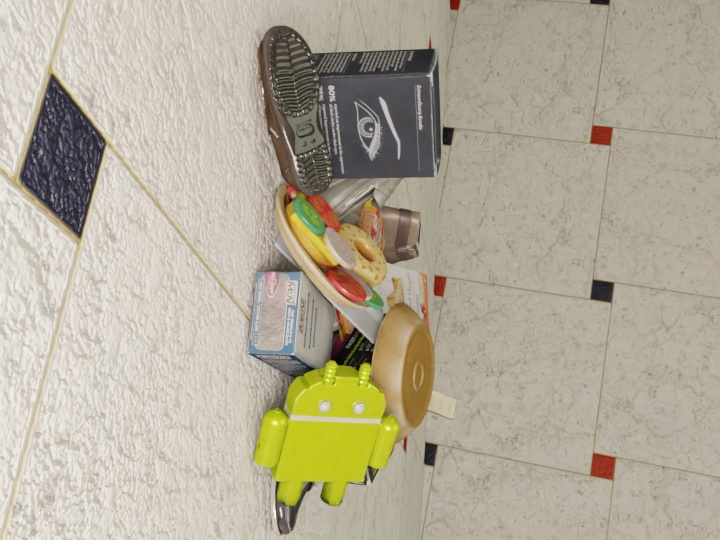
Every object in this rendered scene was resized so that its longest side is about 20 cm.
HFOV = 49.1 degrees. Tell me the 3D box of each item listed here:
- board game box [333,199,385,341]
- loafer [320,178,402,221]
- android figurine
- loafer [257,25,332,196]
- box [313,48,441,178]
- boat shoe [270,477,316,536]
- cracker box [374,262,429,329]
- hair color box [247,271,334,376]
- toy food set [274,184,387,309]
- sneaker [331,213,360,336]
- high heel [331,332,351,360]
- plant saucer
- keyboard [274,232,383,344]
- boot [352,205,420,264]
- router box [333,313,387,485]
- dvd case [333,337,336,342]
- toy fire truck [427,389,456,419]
[{"bbox_3d":[0.000,0.000,1.169,0.096,0.030,0.201,79,25,-50],"label":"board game box"},{"bbox_3d":[0.021,-0.124,1.166,0.070,0.199,0.070,69,-5,-81],"label":"loafer"},{"bbox_3d":[-0.038,0.200,0.970,0.041,0.180,0.202,49,-54,59],"label":"android figurine"},{"bbox_3d":[-0.091,-0.188,0.948,0.073,0.071,0.202,-18,105,-37],"label":"loafer"},{"bbox_3d":[0.009,-0.212,1.072,0.105,0.198,0.149,-75,164,-56],"label":"box"},{"bbox_3d":[-0.076,0.258,1.064,0.073,0.062,0.201,79,17,-51],"label":"boat shoe"},{"bbox_3d":[0.047,0.061,1.328,0.199,0.057,0.135,13,72,-56],"label":"cracker box"},{"bbox_3d":[-0.083,0.073,1.000,0.200,0.060,0.101,60,32,-72],"label":"hair color box"},{"bbox_3d":[-0.036,-0.032,1.016,0.200,0.048,0.198,49,18,-19],"label":"toy food set"},{"bbox_3d":[-0.037,0.009,1.234,0.085,0.074,0.202,83,18,-65],"label":"sneaker"},{"bbox_3d":[-0.007,0.166,1.179,0.067,0.095,0.202,27,87,-61],"label":"high heel"},{"bbox_3d":[0.067,0.147,1.110,0.200,0.035,0.202,3,90,-66],"label":"plant saucer"},{"bbox_3d":[-0.038,0.016,1.057,0.200,0.011,0.057,46,44,-21],"label":"keyboard"},{"bbox_3d":[0.030,-0.090,1.345,0.201,0.145,0.071,80,14,-48],"label":"boot"},{"bbox_3d":[0.011,0.174,1.106,0.200,0.062,0.151,-52,137,-53],"label":"router box"},{"bbox_3d":[-0.036,0.145,1.377,0.201,0.017,0.144,74,21,-56],"label":"dvd case"},{"bbox_3d":[0.044,0.239,1.274,0.129,0.198,0.178,8,91,-75],"label":"toy fire truck"}]
